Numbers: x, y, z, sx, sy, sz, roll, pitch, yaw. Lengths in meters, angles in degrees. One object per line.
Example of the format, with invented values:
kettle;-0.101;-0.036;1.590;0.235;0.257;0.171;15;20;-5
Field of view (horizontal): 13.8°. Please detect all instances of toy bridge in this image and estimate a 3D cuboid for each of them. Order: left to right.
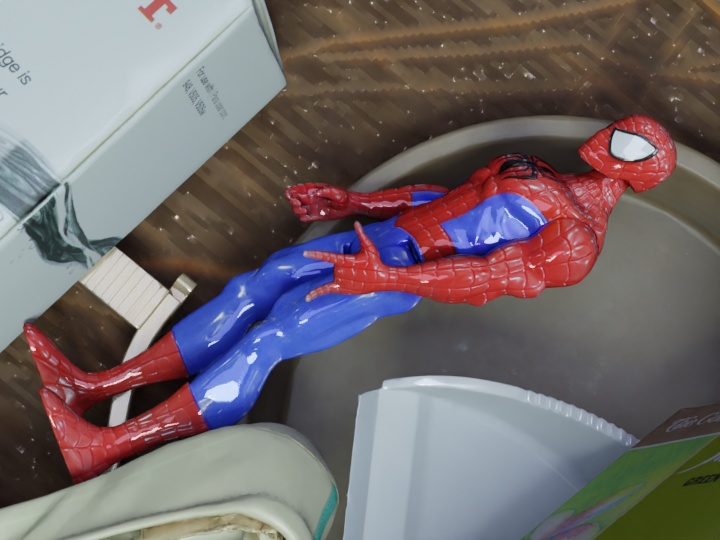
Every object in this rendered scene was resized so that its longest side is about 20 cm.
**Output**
toy bridge;-0.115;0.080;0.906;0.067;0.027;0.200;39;85;1

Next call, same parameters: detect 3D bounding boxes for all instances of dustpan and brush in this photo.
dustpan and brush;0.091;0.112;0.864;0.199;0.057;0.140;13;76;-31

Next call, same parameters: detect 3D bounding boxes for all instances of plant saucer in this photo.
plant saucer;0.058;0.053;0.914;0.199;0.029;0.201;0;86;-2

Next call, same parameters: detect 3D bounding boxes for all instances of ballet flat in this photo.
ballet flat;-0.099;0.100;0.840;0.199;0.069;0.070;-23;87;7

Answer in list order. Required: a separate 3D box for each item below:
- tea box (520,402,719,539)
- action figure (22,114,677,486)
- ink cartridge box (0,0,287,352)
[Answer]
tea box;0.106;0.161;0.766;0.196;0.133;0.201;-38;100;-29
action figure;0.000;0.000;0.871;0.199;0.065;0.052;-21;114;-4
ink cartridge box;-0.141;-0.050;0.876;0.200;0.083;0.147;-42;76;-4
